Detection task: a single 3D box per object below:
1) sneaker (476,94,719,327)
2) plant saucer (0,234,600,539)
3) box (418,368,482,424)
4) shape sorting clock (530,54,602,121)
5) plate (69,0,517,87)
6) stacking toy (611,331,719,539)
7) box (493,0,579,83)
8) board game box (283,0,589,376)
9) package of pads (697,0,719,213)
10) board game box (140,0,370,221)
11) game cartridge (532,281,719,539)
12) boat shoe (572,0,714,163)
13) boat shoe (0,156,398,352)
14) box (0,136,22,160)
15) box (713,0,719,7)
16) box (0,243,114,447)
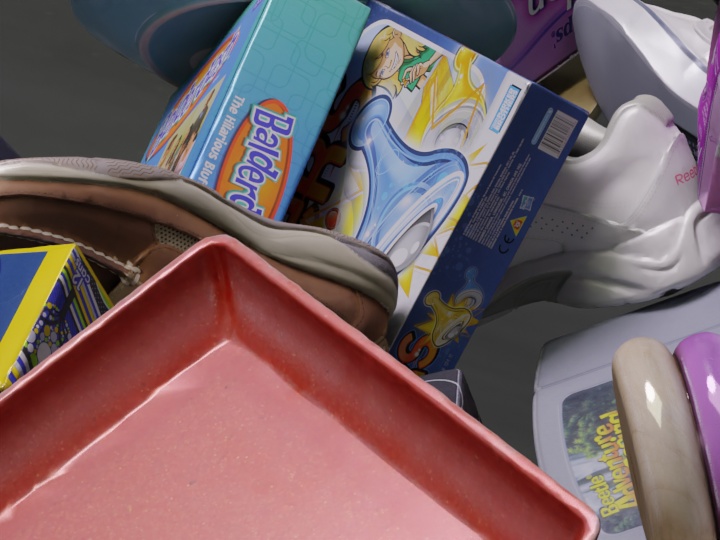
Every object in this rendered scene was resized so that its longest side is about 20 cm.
[{"bbox_3d":[0.058,-0.030,1.125,0.199,0.100,0.078,-12,10,30],"label":"sneaker"},{"bbox_3d":[-0.058,0.098,0.791,0.200,0.037,0.199,-38,44,-17],"label":"plant saucer"},{"bbox_3d":[-0.004,0.147,0.864,0.114,0.133,0.200,-13,31,12],"label":"box"},{"bbox_3d":[0.020,-0.071,1.298,0.199,0.039,0.200,-10,30,6],"label":"shape sorting clock"},{"bbox_3d":[-0.030,-0.104,1.191,0.199,0.200,0.026,-6,71,25],"label":"plate"},{"bbox_3d":[0.189,0.046,0.908,0.199,0.086,0.085,-12,30,2],"label":"stacking toy"},{"bbox_3d":[0.016,-0.201,1.279,0.175,0.201,0.097,16,41,40],"label":"box"},{"bbox_3d":[0.000,0.000,1.088,0.135,0.034,0.201,34,98,56],"label":"board game box"},{"bbox_3d":[0.234,-0.064,1.060,0.199,0.076,0.121,8,31,3],"label":"package of pads"},{"bbox_3d":[-0.074,-0.011,1.114,0.152,0.045,0.201,-40,26,61],"label":"board game box"},{"bbox_3d":[0.134,0.069,1.004,0.133,0.041,0.200,-23,29,5],"label":"game cartridge"},{"bbox_3d":[0.165,-0.072,1.191,0.065,0.074,0.200,-22,40,-17],"label":"boat shoe"},{"bbox_3d":[-0.071,0.011,0.968,0.076,0.199,0.072,-26,55,53],"label":"boat shoe"},{"bbox_3d":[-0.235,-0.008,1.179,0.104,0.200,0.182,-31,23,29],"label":"box"},{"bbox_3d":[0.233,-0.139,1.118,0.192,0.200,0.048,6,80,22],"label":"box"},{"bbox_3d":[-0.094,0.086,0.947,0.064,0.200,0.070,-4,43,27],"label":"box"}]
